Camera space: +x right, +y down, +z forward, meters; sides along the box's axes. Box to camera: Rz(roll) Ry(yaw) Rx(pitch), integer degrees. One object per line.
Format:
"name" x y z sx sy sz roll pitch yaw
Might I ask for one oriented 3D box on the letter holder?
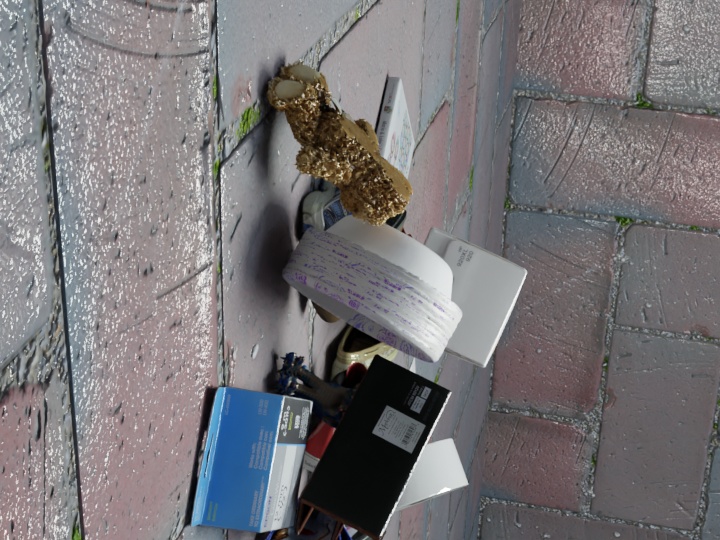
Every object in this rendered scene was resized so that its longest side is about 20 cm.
"letter holder" 0.011 0.227 1.543 0.200 0.100 0.142 -61 173 -29

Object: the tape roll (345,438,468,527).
"tape roll" 0.046 0.300 1.847 0.202 0.202 0.071 34 35 -77

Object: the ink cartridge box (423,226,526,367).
"ink cartridge box" 0.138 0.038 1.829 0.200 0.144 0.147 13 101 -83

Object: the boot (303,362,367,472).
"boot" -0.009 0.187 1.774 0.145 0.072 0.200 -69 167 8

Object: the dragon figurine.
"dragon figurine" -0.056 0.152 1.598 0.200 0.099 0.059 90 25 -72

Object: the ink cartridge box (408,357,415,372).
"ink cartridge box" 0.055 0.271 2.256 0.200 0.045 0.176 85 18 -48

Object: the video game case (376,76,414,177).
"video game case" 0.047 -0.163 1.997 0.200 0.024 0.182 70 30 -65

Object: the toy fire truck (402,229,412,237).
"toy fire truck" 0.027 -0.070 1.830 0.141 0.049 0.200 64 -6 1

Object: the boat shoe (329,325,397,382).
"boat shoe" 0.011 0.102 1.877 0.200 0.073 0.063 -59 156 -61

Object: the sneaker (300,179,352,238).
"sneaker" -0.010 -0.078 1.637 0.200 0.085 0.077 -61 156 -60

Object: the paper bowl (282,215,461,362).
"paper bowl" 0.021 0.012 1.485 0.104 0.200 0.201 -61 165 -6

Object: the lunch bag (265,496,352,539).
"lunch bag" -0.065 0.390 1.591 0.200 0.124 0.170 -77 171 -47

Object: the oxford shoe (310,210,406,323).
"oxford shoe" -0.004 -0.011 1.683 0.200 0.073 0.085 -49 142 -34

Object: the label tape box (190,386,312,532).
"label tape box" -0.111 0.200 1.391 0.200 0.066 0.144 39 59 -78

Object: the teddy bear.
"teddy bear" -0.030 -0.133 1.407 0.200 0.067 0.145 44 25 -27

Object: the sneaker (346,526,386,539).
"sneaker" -0.010 0.421 1.758 0.080 0.086 0.200 -6 128 -55
